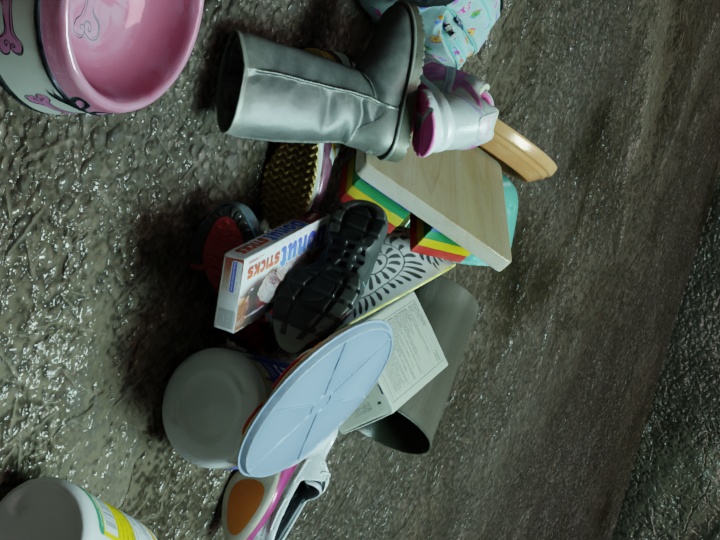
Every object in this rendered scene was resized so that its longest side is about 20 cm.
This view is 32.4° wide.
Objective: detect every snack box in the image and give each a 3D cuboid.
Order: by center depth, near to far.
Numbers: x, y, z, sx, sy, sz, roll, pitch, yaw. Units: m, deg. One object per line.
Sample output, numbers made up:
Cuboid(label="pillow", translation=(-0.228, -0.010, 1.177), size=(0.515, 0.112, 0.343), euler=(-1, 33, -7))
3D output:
Cuboid(label="snack box", translation=(-0.082, -0.003, 1.190), size=(0.200, 0.024, 0.072), euler=(-34, 137, -65))

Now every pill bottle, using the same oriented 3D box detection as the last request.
Cuboid(label="pill bottle", translation=(-0.247, 0.269, 1.130), size=(0.113, 0.112, 0.200), euler=(-63, 152, -16))
Cuboid(label="pill bottle", translation=(-0.108, 0.151, 1.310), size=(0.200, 0.119, 0.121), euler=(21, 88, -64))

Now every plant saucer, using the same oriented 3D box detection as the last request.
Cuboid(label="plant saucer", translation=(0.148, -0.165, 1.518), size=(0.038, 0.200, 0.200), euler=(-56, 153, 2))

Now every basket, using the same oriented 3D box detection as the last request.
Cuboid(label="basket", translation=(0.066, 0.112, 1.610), size=(0.181, 0.135, 0.201), euler=(71, 41, -62))

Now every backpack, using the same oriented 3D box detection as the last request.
Cuboid(label="backpack", translation=(0.075, -0.307, 1.354), size=(0.127, 0.167, 0.200), euler=(-52, 155, -1))

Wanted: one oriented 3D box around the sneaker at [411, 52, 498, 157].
Cuboid(label="sneaker", translation=(0.091, -0.172, 1.301), size=(0.200, 0.087, 0.082), euler=(-105, -161, -59))

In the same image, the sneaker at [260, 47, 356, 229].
Cuboid(label="sneaker", translation=(-0.043, -0.130, 1.306), size=(0.090, 0.075, 0.202), euler=(-3, 110, -56))

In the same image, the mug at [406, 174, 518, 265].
Cuboid(label="mug", translation=(0.133, -0.076, 1.553), size=(0.151, 0.184, 0.115), euler=(-2, 106, -44))

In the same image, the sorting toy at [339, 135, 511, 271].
Cuboid(label="sorting toy", translation=(0.066, -0.096, 1.372), size=(0.070, 0.198, 0.201), euler=(-45, -157, 29))

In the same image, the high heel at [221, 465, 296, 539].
Cuboid(label="high heel", translation=(-0.098, 0.236, 1.449), size=(0.096, 0.067, 0.201), euler=(48, 53, -55))

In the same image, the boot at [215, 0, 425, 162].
Cuboid(label="boot", translation=(-0.038, -0.200, 1.211), size=(0.199, 0.072, 0.183), euler=(11, 76, -24))

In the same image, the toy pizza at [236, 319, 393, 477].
Cuboid(label="toy pizza", translation=(-0.047, 0.118, 1.192), size=(0.200, 0.032, 0.201), euler=(-39, 157, -20))

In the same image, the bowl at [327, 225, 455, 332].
Cuboid(label="bowl", translation=(0.000, 0.000, 1.406), size=(0.200, 0.200, 0.095), euler=(-29, 91, -53))

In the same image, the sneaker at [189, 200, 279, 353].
Cuboid(label="sneaker", translation=(-0.117, -0.009, 1.267), size=(0.201, 0.079, 0.096), euler=(82, 19, -48))

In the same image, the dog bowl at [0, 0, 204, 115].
Cuboid(label="dog bowl", translation=(-0.198, -0.212, 0.963), size=(0.200, 0.073, 0.201), euler=(-39, 139, -46))

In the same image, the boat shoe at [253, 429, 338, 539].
Cuboid(label="boat shoe", translation=(-0.074, 0.253, 1.494), size=(0.200, 0.068, 0.072), euler=(-47, 145, -39))

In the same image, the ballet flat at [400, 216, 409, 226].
Cuboid(label="ballet flat", translation=(0.048, -0.114, 1.489), size=(0.067, 0.067, 0.201), euler=(-141, -112, -71))

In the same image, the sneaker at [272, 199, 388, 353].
Cuboid(label="sneaker", translation=(-0.024, 0.018, 1.224), size=(0.080, 0.075, 0.200), euler=(96, 21, -46))

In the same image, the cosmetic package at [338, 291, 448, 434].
Cuboid(label="cosmetic package", translation=(0.021, 0.100, 1.405), size=(0.104, 0.073, 0.200), euler=(64, 23, 0))
